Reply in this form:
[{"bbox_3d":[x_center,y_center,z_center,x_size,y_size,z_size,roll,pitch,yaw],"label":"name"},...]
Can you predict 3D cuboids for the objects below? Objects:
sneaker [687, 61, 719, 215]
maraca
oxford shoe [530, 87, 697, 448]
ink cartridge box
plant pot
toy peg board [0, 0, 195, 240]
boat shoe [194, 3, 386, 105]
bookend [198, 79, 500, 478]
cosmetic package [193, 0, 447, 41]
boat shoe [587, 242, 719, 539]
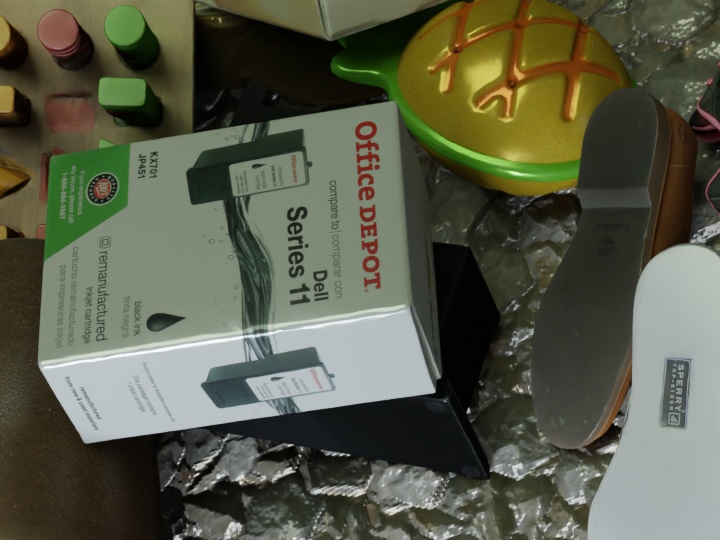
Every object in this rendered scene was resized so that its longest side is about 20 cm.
[{"bbox_3d":[0.227,-0.112,1.089,0.095,0.079,0.200,-19,53,32],"label":"sneaker"},{"bbox_3d":[0.074,-0.115,1.135,0.200,0.107,0.137,33,50,28],"label":"maraca"},{"bbox_3d":[0.150,0.005,1.061,0.071,0.071,0.200,14,87,46],"label":"oxford shoe"},{"bbox_3d":[-0.063,0.000,1.028,0.200,0.083,0.147,-9,53,7],"label":"ink cartridge box"},{"bbox_3d":[-0.195,0.090,1.109,0.187,0.187,0.200,-8,63,24],"label":"plant pot"},{"bbox_3d":[-0.206,-0.081,1.189,0.199,0.098,0.200,0,86,-1],"label":"toy peg board"},{"bbox_3d":[-0.050,-0.155,1.256,0.200,0.074,0.066,8,36,29],"label":"boat shoe"},{"bbox_3d":[0.000,0.000,1.126,0.198,0.092,0.200,7,60,24],"label":"bookend"},{"bbox_3d":[-0.031,-0.201,1.179,0.105,0.071,0.200,-22,24,-25],"label":"cosmetic package"},{"bbox_3d":[0.166,0.087,1.002,0.072,0.066,0.200,2,85,26],"label":"boat shoe"}]
